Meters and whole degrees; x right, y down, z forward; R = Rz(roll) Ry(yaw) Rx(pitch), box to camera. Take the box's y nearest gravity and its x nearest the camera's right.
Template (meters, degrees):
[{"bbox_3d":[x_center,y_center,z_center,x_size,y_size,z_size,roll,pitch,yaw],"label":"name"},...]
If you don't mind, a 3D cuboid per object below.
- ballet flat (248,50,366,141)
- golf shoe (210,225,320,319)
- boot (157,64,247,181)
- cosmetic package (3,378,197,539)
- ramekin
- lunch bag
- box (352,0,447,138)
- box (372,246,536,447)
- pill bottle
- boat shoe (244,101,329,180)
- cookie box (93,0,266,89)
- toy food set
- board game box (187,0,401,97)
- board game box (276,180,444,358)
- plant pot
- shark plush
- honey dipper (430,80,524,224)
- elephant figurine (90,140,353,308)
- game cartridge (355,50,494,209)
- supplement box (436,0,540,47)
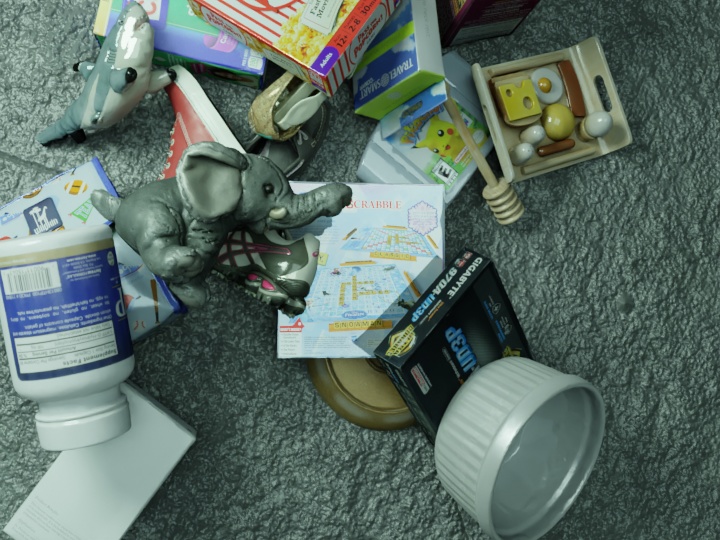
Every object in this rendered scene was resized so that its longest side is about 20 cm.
[{"bbox_3d":[-0.042,-0.220,1.049,0.200,0.065,0.070,-49,134,5],"label":"ballet flat"},{"bbox_3d":[-0.119,-0.019,1.037,0.198,0.077,0.089,24,86,38],"label":"golf shoe"},{"bbox_3d":[-0.211,-0.131,1.058,0.143,0.072,0.201,-36,63,2],"label":"boot"},{"bbox_3d":[-0.281,0.229,1.028,0.112,0.081,0.201,39,80,-3],"label":"cosmetic package"},{"bbox_3d":[0.173,0.193,1.045,0.198,0.104,0.203,-22,125,-35],"label":"ramekin"},{"bbox_3d":[-0.311,0.000,1.022,0.168,0.124,0.202,-30,89,-9],"label":"lunch bag"},{"bbox_3d":[0.038,-0.272,1.083,0.047,0.121,0.204,7,71,-37],"label":"box"},{"bbox_3d":[0.112,0.097,1.047,0.159,0.046,0.201,-47,136,-17],"label":"box"},{"bbox_3d":[-0.285,0.064,0.909,0.118,0.120,0.204,-9,97,-9],"label":"pill bottle"},{"bbox_3d":[-0.103,-0.130,1.098,0.067,0.057,0.200,42,81,-2],"label":"boat shoe"},{"bbox_3d":[-0.194,-0.323,1.094,0.197,0.075,0.174,12,84,-6],"label":"cookie box"},{"bbox_3d":[0.233,-0.199,1.131,0.198,0.060,0.146,-18,88,-29],"label":"toy food set"},{"bbox_3d":[-0.070,-0.303,1.018,0.198,0.046,0.152,32,79,16],"label":"board game box"},{"bbox_3d":[0.000,0.000,1.080,0.196,0.041,0.203,1,87,-8],"label":"board game box"},{"bbox_3d":[0.032,0.089,1.113,0.196,0.027,0.204,1,85,-8],"label":"plant pot"},{"bbox_3d":[-0.291,-0.208,1.054,0.084,0.199,0.091,55,36,3],"label":"shark plush"},{"bbox_3d":[0.136,-0.142,1.103,0.038,0.038,0.201,-39,117,-10],"label":"honey dipper"},{"bbox_3d":[-0.139,-0.073,0.950,0.200,0.141,0.155,-46,132,-2],"label":"elephant figurine"},{"bbox_3d":[0.090,-0.164,1.142,0.133,0.040,0.201,37,81,0],"label":"game cartridge"},{"bbox_3d":[0.149,-0.361,1.085,0.101,0.200,0.133,-11,86,-9],"label":"supplement box"}]
